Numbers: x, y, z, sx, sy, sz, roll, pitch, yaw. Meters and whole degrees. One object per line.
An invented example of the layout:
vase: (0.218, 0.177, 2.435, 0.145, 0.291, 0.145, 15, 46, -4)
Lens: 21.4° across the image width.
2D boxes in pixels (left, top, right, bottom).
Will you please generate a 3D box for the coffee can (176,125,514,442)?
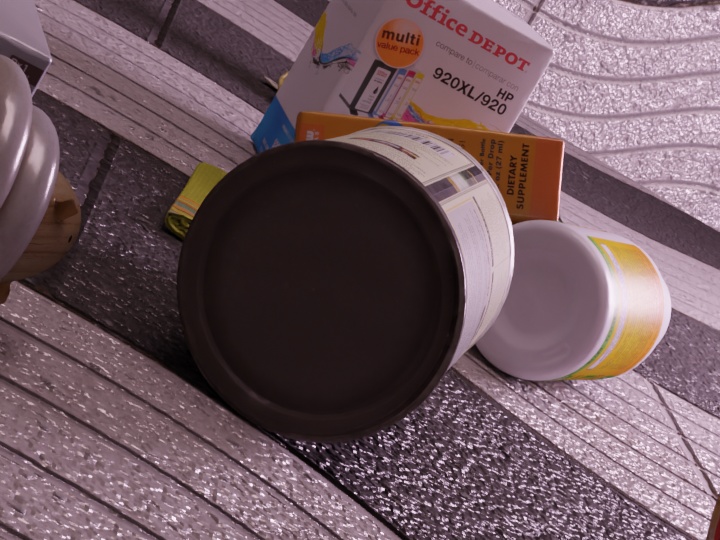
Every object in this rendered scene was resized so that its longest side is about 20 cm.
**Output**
coffee can: (0.000, 0.000, 1.017, 0.146, 0.147, 0.200, 33, 12, 7)

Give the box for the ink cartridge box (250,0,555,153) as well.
ink cartridge box: (0.031, -0.138, 1.508, 0.146, 0.201, 0.145, 27, 13, -19)

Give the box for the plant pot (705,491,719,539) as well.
plant pot: (0.287, 0.160, 1.001, 0.181, 0.202, 0.201, 20, 14, -8)

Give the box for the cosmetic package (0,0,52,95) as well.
cosmetic package: (-0.249, -0.139, 1.103, 0.106, 0.091, 0.200, 27, 16, -21)

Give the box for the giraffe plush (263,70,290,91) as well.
giraffe plush: (0.026, -0.200, 1.825, 0.199, 0.163, 0.173, 33, 12, 6)

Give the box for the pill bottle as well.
pill bottle: (0.162, 0.025, 1.400, 0.111, 0.112, 0.200, 37, 13, 23)

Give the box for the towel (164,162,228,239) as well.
towel: (-0.081, -0.035, 1.264, 0.086, 0.018, 0.200, 32, 12, -6)

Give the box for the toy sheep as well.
toy sheep: (-0.199, -0.056, 0.789, 0.199, 0.139, 0.138, 28, 12, -33)

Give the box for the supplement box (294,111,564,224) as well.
supplement box: (0.047, -0.072, 1.399, 0.197, 0.067, 0.069, 5, -5, 1)
